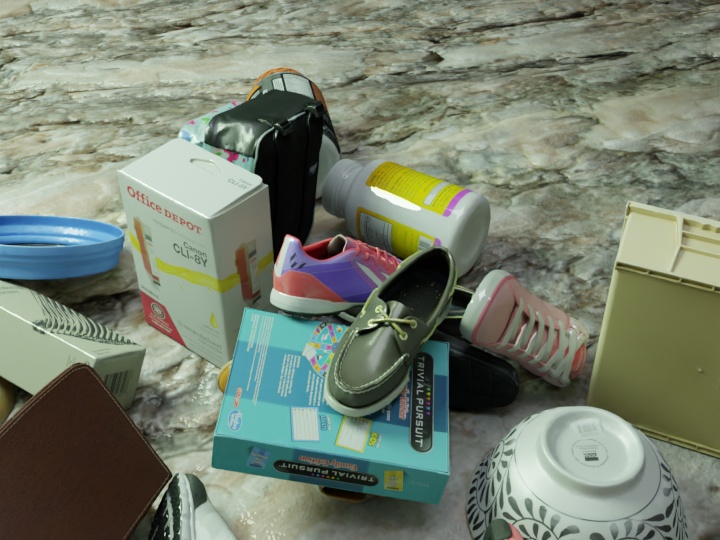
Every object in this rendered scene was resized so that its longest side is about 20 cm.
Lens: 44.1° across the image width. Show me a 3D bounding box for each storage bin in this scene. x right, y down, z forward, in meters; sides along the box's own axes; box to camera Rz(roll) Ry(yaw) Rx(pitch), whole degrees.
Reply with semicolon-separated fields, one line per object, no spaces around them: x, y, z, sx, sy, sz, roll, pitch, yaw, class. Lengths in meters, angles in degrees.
0.324;0.064;0.832;0.196;0.202;0.094;15;41;19;storage bin

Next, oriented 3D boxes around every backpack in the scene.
-0.125;-0.097;1.040;0.148;0.203;0.177;13;30;23;backpack

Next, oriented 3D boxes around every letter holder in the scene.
-0.268;0.187;0.698;0.099;0.143;0.201;-14;27;33;letter holder

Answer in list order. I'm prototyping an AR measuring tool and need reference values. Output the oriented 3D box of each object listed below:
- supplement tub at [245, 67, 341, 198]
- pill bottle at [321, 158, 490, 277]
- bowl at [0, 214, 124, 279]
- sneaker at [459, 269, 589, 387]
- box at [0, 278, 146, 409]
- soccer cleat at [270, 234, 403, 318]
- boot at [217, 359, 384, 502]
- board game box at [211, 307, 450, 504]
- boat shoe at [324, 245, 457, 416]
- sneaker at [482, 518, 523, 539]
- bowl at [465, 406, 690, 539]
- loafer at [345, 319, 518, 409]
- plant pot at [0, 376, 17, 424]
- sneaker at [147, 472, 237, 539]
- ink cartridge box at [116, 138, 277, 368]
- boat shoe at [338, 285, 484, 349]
-0.098;-0.193;1.227;0.120;0.124;0.201;-6;37;-8;supplement tub
0.052;-0.072;1.086;0.198;0.106;0.104;24;43;27;pill bottle
-0.374;-0.029;1.023;0.197;0.040;0.201;5;12;-1;bowl
0.171;0.060;0.875;0.104;0.076;0.200;29;1;25;sneaker
-0.320;0.075;0.897;0.198;0.069;0.082;23;11;21;box
0.000;0.000;0.881;0.198;0.075;0.068;-4;17;-39;soccer cleat
-0.042;0.146;0.833;0.197;0.072;0.145;3;37;-3;boot
-0.021;0.117;0.791;0.196;0.047;0.152;10;41;-3;board game box
0.030;0.048;0.798;0.071;0.061;0.202;26;43;15;boat shoe
0.151;0.282;0.674;0.085;0.074;0.202;-2;44;-20;sneaker
0.194;0.182;0.768;0.197;0.095;0.202;1;38;-1;bowl
0.072;0.084;0.915;0.197;0.074;0.072;16;36;18;loafer
-0.450;0.126;0.894;0.196;0.028;0.201;0;37;0;plant pot
-0.121;0.246;0.722;0.079;0.074;0.201;16;23;-30;sneaker
-0.167;-0.015;0.933;0.144;0.202;0.083;26;44;30;ink cartridge box
0.049;0.031;0.987;0.198;0.061;0.072;15;37;19;boat shoe
